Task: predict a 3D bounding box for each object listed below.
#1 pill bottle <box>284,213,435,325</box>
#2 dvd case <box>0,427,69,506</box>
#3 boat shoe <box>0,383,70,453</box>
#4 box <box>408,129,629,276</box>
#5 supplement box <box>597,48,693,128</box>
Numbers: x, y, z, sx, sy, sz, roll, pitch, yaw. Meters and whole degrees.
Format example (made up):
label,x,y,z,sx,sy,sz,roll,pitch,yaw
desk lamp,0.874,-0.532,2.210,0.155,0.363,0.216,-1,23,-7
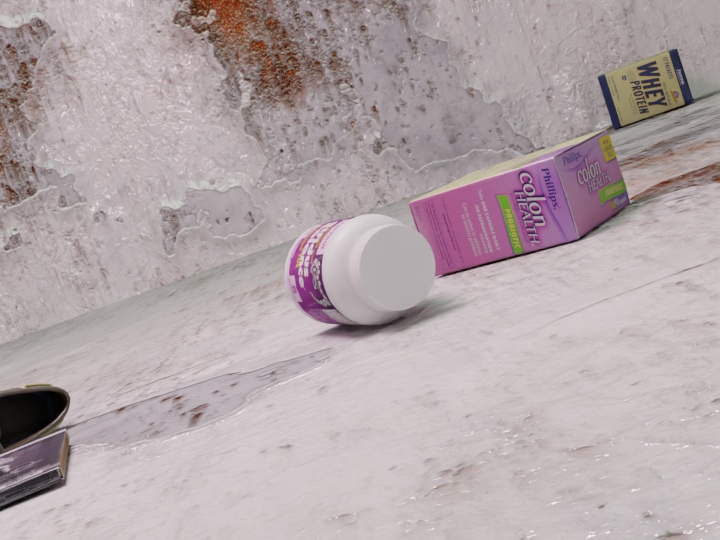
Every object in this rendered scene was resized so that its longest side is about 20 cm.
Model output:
label,x,y,z,sx,sy,sz,roll,pitch,yaw
pill bottle,0.000,0.000,1.244,0.111,0.114,0.200,-21,5,-21
dvd case,-0.332,0.190,1.068,0.147,0.016,0.200,-22,7,-11
boat shoe,-0.385,0.161,1.232,0.060,0.073,0.201,-21,0,36
box,0.191,-0.080,1.436,0.198,0.098,0.175,-17,6,35
supplement box,0.701,-0.450,2.975,0.198,0.136,0.200,-18,6,14
